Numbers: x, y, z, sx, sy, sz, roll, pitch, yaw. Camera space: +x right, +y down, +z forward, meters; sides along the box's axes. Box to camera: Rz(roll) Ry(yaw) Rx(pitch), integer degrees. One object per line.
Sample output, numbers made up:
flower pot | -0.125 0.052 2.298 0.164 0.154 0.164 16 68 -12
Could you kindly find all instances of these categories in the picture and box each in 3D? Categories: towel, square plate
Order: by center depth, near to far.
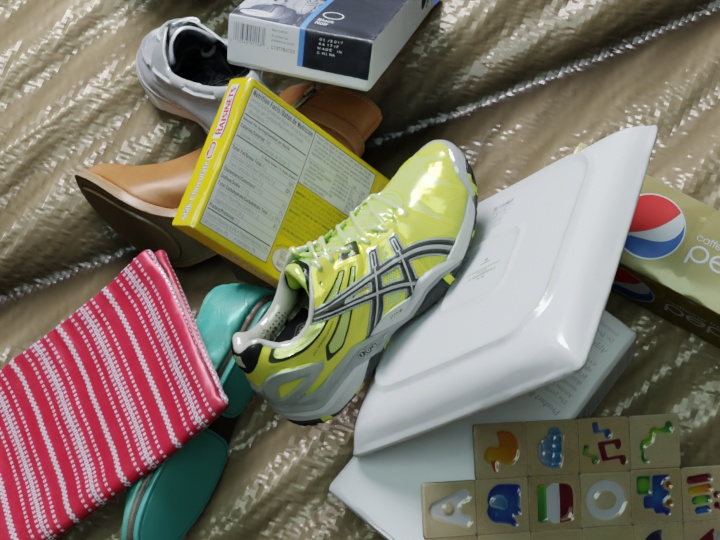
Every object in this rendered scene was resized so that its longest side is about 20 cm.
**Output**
square plate | 0.081 0.008 0.864 0.028 0.200 0.199 40 49 -20
towel | -0.188 0.092 0.944 0.200 0.022 0.145 -37 55 12

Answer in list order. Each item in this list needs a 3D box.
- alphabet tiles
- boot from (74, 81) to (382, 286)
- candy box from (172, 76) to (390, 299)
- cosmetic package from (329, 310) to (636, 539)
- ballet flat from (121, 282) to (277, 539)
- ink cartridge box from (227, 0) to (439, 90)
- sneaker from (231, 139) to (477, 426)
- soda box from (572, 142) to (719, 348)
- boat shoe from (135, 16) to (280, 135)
alphabet tiles | 0.135 0.175 0.869 0.199 0.006 0.168 -2 89 -11
boot | -0.092 -0.076 1.007 0.199 0.074 0.155 19 62 28
candy box | -0.028 -0.031 0.918 0.026 0.200 0.103 3 68 44
cosmetic package | 0.082 0.097 0.916 0.102 0.074 0.200 37 83 17
ballet flat | -0.116 0.096 0.959 0.070 0.067 0.201 18 74 39
ink cartridge box | -0.011 -0.182 0.973 0.099 0.039 0.200 12 29 11
sneaker | 0.000 0.000 0.872 0.075 0.076 0.201 25 78 50
soda box | 0.216 -0.003 0.929 0.199 0.068 0.064 28 78 16
boat shoe | -0.113 -0.140 0.984 0.072 0.069 0.200 -28 37 -9
